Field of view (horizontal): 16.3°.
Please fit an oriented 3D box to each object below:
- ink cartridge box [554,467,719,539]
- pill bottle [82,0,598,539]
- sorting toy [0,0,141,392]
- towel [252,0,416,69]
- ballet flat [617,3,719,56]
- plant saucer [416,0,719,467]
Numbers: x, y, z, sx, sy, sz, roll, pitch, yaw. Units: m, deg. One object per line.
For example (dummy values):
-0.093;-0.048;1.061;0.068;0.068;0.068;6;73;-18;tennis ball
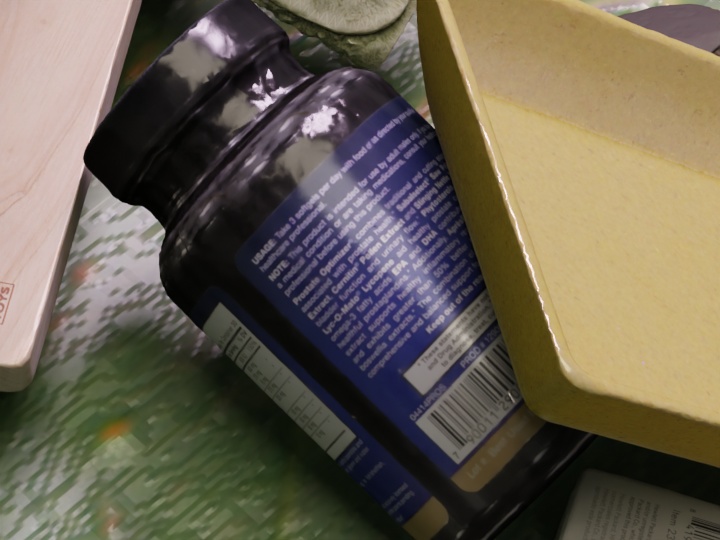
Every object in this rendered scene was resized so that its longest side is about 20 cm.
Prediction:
0.154;0.157;0.868;0.199;0.067;0.116;17;56;4;ink cartridge box
0.000;0.000;0.899;0.200;0.112;0.112;45;60;3;pill bottle
-0.197;-0.045;0.950;0.198;0.070;0.200;10;56;3;sorting toy
-0.042;-0.185;0.983;0.200;0.036;0.149;28;89;-6;towel
0.084;-0.049;1.017;0.067;0.046;0.200;15;42;41;ballet flat
0.107;-0.004;0.868;0.200;0.048;0.200;18;40;-34;plant saucer
